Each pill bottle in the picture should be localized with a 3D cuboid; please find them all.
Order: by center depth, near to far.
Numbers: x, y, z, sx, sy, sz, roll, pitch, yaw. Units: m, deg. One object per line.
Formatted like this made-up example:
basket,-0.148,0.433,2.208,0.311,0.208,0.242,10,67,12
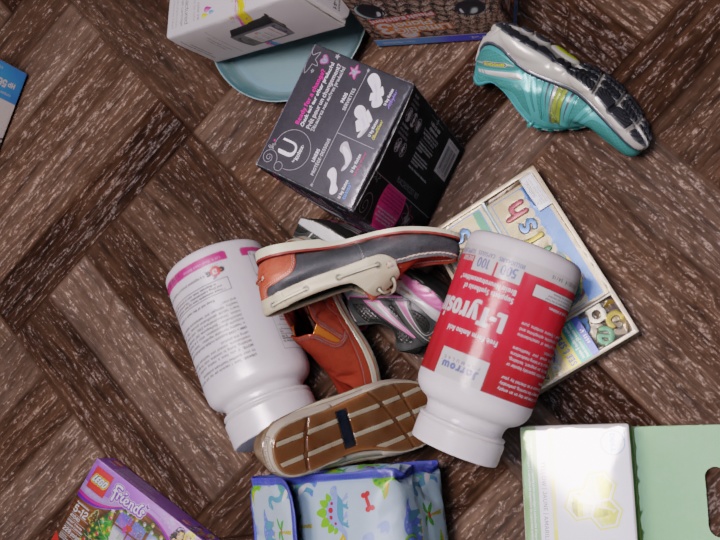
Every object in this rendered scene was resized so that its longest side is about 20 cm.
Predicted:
pill bottle,0.121,0.073,0.901,0.112,0.112,0.201,19,88,22
pill bottle,-0.121,0.079,1.015,0.113,0.113,0.201,-27,72,14

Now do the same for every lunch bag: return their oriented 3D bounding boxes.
lunch bag,-0.021,0.278,0.944,0.199,0.127,0.171,-11,79,31

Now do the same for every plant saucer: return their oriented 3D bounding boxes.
plant saucer,-0.080,-0.286,1.114,0.199,0.027,0.201,-4,79,20

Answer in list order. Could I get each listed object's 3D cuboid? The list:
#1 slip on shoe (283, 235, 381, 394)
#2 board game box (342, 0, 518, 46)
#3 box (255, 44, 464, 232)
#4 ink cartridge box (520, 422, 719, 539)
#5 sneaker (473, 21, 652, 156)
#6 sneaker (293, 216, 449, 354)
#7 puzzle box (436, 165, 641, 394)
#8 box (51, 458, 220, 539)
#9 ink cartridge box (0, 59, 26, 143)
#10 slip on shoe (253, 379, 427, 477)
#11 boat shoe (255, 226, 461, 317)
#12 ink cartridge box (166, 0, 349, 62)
slip on shoe,-0.040,0.065,0.985,0.074,0.061,0.201,-12,106,53
board game box,0.062,-0.313,0.972,0.159,0.200,0.097,1,80,21
box,0.006,-0.114,0.956,0.114,0.200,0.133,26,89,21
ink cartridge box,0.252,0.213,0.891,0.199,0.048,0.146,-5,78,22
sneaker,0.202,-0.173,0.976,0.200,0.077,0.080,38,124,17
sneaker,0.000,0.016,1.005,0.200,0.080,0.087,35,104,28
puzzle box,0.168,0.012,0.969,0.133,0.025,0.200,-34,71,12
box,-0.242,0.316,1.056,0.200,0.039,0.137,30,91,22
ink cartridge box,-0.535,-0.187,1.232,0.145,0.084,0.201,18,86,22
slip on shoe,-0.009,0.154,0.949,0.061,0.199,0.076,-13,91,62
boat shoe,0.000,0.000,0.918,0.199,0.071,0.063,-8,74,-4
ink cartridge box,-0.109,-0.323,1.044,0.199,0.085,0.148,-6,76,39
